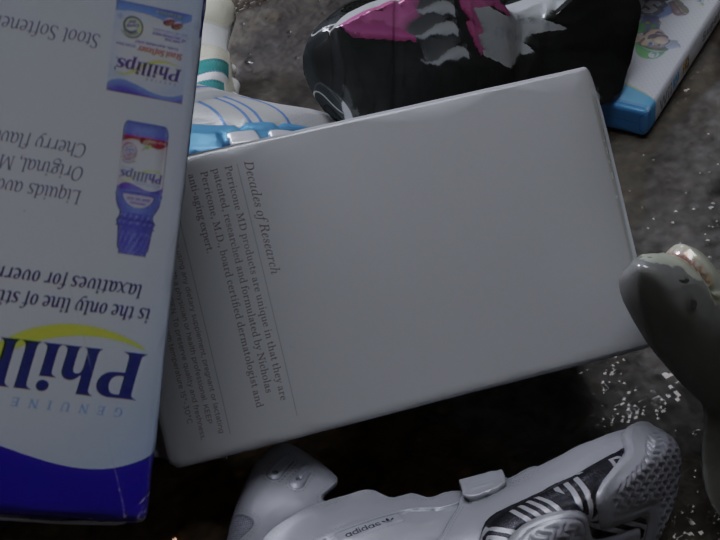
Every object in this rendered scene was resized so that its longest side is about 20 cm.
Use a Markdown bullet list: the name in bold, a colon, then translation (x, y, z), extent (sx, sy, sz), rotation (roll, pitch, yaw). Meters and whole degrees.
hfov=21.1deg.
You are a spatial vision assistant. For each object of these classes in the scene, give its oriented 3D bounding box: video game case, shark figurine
- **video game case**: translation (0.127, -0.155, 1.051), extent (0.142, 0.018, 0.200), rotation (17, 49, 24)
- **shark figurine**: translation (0.181, 0.067, 0.754), extent (0.214, 0.128, 0.090), rotation (27, 86, -2)

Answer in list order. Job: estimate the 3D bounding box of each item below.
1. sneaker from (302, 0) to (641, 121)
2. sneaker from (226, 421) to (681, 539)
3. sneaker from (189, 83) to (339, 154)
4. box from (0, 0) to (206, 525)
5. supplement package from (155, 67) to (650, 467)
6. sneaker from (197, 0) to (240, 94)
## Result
- **sneaker**: translation (0.042, -0.102, 0.929), extent (0.199, 0.081, 0.086), rotation (-7, 18, -45)
- **sneaker**: translation (0.024, 0.102, 0.752), extent (0.200, 0.075, 0.115), rotation (-34, 51, -20)
- **sneaker**: translation (-0.086, -0.067, 0.872), extent (0.199, 0.075, 0.087), rotation (1, 54, -27)
- **box**: translation (-0.145, -0.019, 0.697), extent (0.104, 0.201, 0.184), rotation (9, -4, -28)
- **supplement package**: translation (0.000, 0.000, 0.793), extent (0.199, 0.118, 0.117), rotation (-14, -2, -11)
- **sneaker**: translation (-0.083, -0.062, 0.966), extent (0.093, 0.071, 0.200), rotation (22, 43, 2)
